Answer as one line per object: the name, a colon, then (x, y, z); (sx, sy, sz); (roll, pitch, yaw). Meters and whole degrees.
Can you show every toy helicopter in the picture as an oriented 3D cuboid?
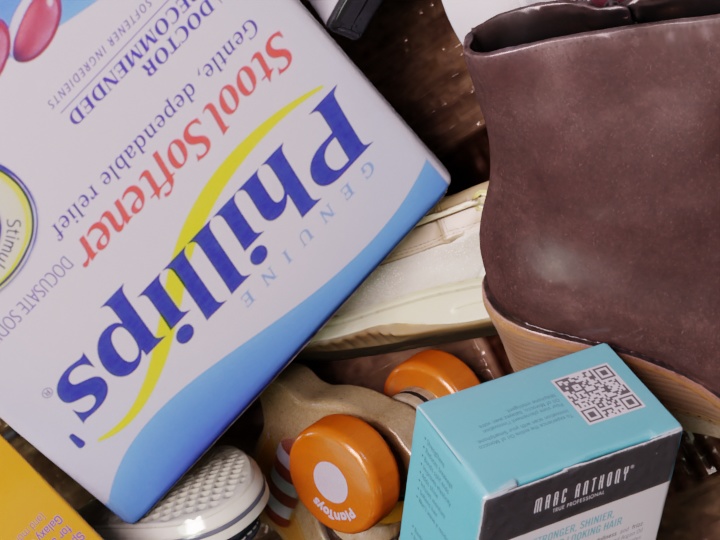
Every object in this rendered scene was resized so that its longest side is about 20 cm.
toy helicopter: (-0.030, 0.101, 0.886); (0.199, 0.079, 0.133); (7, 118, 40)

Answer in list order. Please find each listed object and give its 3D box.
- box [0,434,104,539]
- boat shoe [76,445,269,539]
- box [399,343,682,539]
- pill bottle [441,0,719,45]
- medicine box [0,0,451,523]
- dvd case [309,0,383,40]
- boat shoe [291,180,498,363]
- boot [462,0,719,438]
box: (-0.156, 0.087, 0.776); (0.200, 0.041, 0.119); (47, 155, 2)
boat shoe: (-0.083, 0.118, 0.849); (0.063, 0.074, 0.200); (61, 150, 0)
box: (0.055, 0.126, 0.755); (0.049, 0.082, 0.201); (50, 146, 41)
pill bottle: (0.130, -0.134, 0.730); (0.198, 0.114, 0.115); (-9, 94, 29)
medicine box: (-0.100, -0.044, 0.760); (0.182, 0.200, 0.103); (-47, 32, -3)
dvd case: (-0.007, -0.198, 0.787); (0.143, 0.017, 0.201); (-57, 38, 23)
boat shoe: (0.000, 0.000, 0.852); (0.198, 0.074, 0.067); (-9, 82, 27)
boot: (0.137, -0.017, 0.718); (0.198, 0.073, 0.168); (-2, 127, 10)
